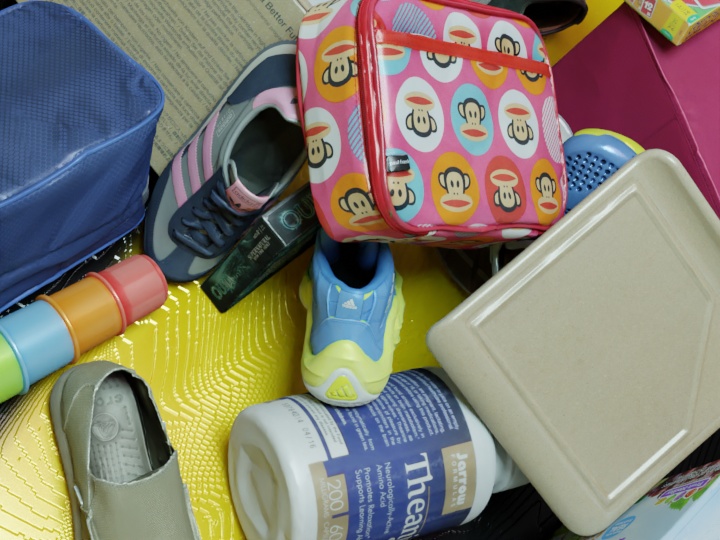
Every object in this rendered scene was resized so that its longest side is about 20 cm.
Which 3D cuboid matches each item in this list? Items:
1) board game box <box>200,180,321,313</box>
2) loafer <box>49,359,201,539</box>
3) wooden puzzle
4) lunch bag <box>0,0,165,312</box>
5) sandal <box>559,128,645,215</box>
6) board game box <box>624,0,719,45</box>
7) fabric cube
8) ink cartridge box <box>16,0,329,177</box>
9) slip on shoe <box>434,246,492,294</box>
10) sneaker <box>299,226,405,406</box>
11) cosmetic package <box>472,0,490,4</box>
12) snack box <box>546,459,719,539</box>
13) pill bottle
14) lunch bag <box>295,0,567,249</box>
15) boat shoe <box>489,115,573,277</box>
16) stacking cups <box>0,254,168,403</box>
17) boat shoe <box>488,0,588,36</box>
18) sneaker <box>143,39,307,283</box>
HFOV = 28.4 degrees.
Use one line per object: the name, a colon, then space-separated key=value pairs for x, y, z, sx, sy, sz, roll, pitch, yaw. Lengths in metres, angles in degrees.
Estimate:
board game box: x=-0.014 y=-0.054 z=1.001 sx=0.200 sy=0.135 sz=0.028 roll=-38 pitch=88 yaw=-32
loafer: x=-0.145 y=0.148 z=0.900 sx=0.075 sy=0.068 sz=0.201 roll=-17 pitch=78 yaw=-29
wooden puzzle: x=0.167 y=0.048 z=0.937 sx=0.200 sy=0.037 sz=0.185 roll=-38 pitch=105 yaw=-1
lunch bag: x=-0.230 y=-0.059 z=0.903 sx=0.200 sy=0.133 sz=0.136 roll=-34 pitch=66 yaw=-33
sandal: x=0.174 y=0.001 z=0.976 sx=0.087 sy=0.079 sz=0.201 roll=-37 pitch=117 yaw=-44
board game box: x=0.182 y=-0.247 z=1.019 sx=0.200 sy=0.030 sz=0.095 roll=43 pitch=51 yaw=17
fabric cube: x=0.261 y=-0.092 z=1.106 sx=0.195 sy=0.199 sz=0.201 roll=-13 pitch=76 yaw=-29
ink cartridge box: x=-0.126 y=-0.186 z=0.974 sx=0.200 sy=0.165 sz=0.075 roll=51 pitch=22 yaw=-4
slip on shoe: x=0.124 y=0.001 z=1.090 sx=0.200 sy=0.076 sz=0.061 roll=49 pitch=19 yaw=9
sneaker: x=0.000 y=0.000 z=0.959 sx=0.075 sy=0.106 sz=0.200 roll=5 pitch=29 yaw=-5
cosmetic package: x=0.027 y=-0.286 z=1.045 sx=0.112 sy=0.081 sz=0.201 roll=-15 pitch=78 yaw=-29
snack box: x=0.166 y=0.211 z=0.942 sx=0.168 sy=0.200 sz=0.068 roll=-37 pitch=88 yaw=-30
pill bottle: x=0.021 y=0.127 z=0.959 sx=0.199 sy=0.111 sz=0.112 roll=-10 pitch=75 yaw=-27
lunch bag: x=0.047 y=-0.104 z=0.901 sx=0.199 sy=0.082 sz=0.177 roll=-1 pitch=83 yaw=-49
boat shoe: x=0.124 y=-0.022 z=1.019 sx=0.070 sy=0.070 sz=0.201 roll=7 pitch=84 yaw=3
stacking cups: x=-0.214 y=0.051 z=0.920 sx=0.200 sy=0.060 sz=0.061 roll=-28 pitch=84 yaw=-36
boat shoe: x=0.101 y=-0.203 z=1.149 sx=0.199 sy=0.072 sz=0.068 roll=-24 pitch=77 yaw=-32
sneaker: x=-0.087 y=-0.055 z=0.929 sx=0.070 sy=0.200 sz=0.082 roll=23 pitch=32 yaw=-20
